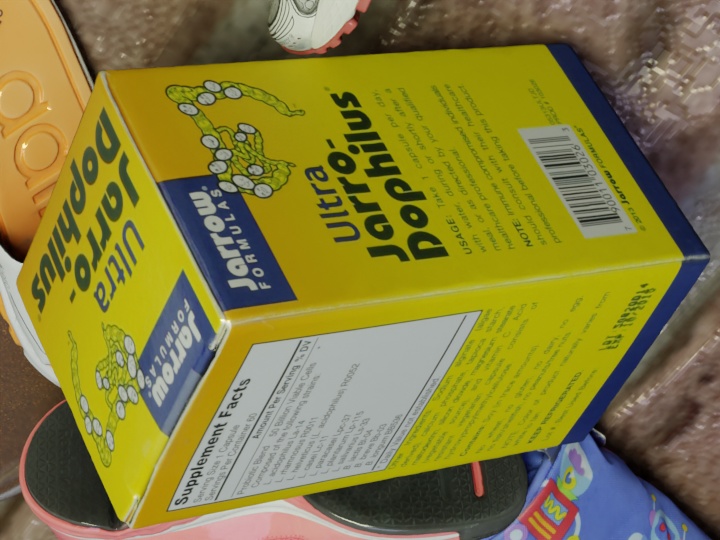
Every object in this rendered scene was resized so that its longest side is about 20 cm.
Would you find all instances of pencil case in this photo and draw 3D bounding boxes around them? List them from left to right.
[{"bbox_3d":[0.115,0.130,0.936,0.200,0.087,0.078,38,159,-27],"label":"pencil case"}]

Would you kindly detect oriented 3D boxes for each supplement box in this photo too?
[{"bbox_3d":[0.000,0.000,0.752,0.199,0.110,0.109,-7,143,-34],"label":"supplement box"}]

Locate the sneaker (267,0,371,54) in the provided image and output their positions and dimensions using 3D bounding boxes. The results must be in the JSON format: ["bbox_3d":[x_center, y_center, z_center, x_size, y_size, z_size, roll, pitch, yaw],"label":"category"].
[{"bbox_3d":[-0.025,-0.167,0.704,0.082,0.078,0.201,0,119,2],"label":"sneaker"}]

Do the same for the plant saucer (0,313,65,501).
[{"bbox_3d":[-0.189,0.033,0.872,0.199,0.032,0.201,-2,129,-3],"label":"plant saucer"}]

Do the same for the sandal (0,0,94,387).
[{"bbox_3d":[-0.105,-0.022,0.797,0.079,0.059,0.207,-37,128,-17],"label":"sandal"}]

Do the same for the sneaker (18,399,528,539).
[{"bbox_3d":[-0.034,0.085,0.867,0.199,0.074,0.087,1,152,-3],"label":"sneaker"}]
